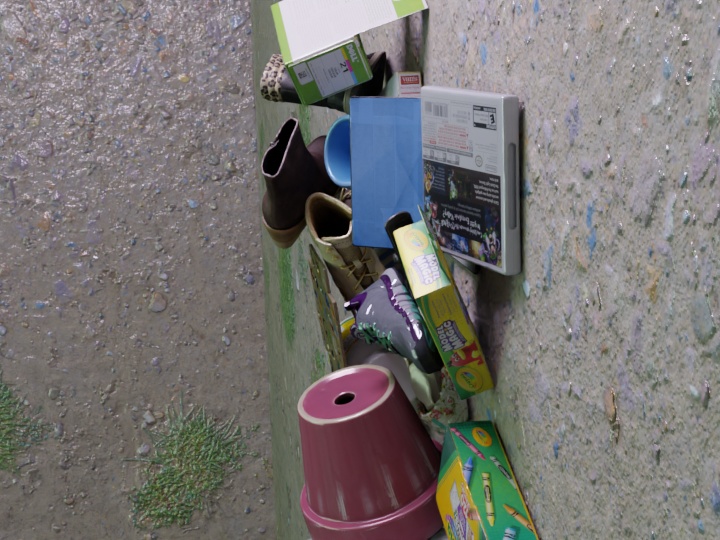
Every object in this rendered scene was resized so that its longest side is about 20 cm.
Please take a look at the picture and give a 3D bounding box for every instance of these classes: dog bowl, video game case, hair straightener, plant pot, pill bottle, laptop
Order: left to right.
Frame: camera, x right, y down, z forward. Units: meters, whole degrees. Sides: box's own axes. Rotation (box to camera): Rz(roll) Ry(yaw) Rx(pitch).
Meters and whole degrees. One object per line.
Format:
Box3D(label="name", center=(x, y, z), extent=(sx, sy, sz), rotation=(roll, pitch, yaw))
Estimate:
Box3D(label="plant pot", center=(0.008, 0.226, 1.609), extent=(0.200, 0.198, 0.181), rotation=(-120, 12, -66))
Box3D(label="pill bottle", center=(0.021, 0.134, 1.839), extent=(0.200, 0.111, 0.115), rotation=(-141, 48, -76))
Box3D(label="dog bowl", center=(0.023, -0.154, 1.680), extent=(0.199, 0.049, 0.113), rotation=(5, 94, 53))
Box3D(label="laptop", center=(0.062, -0.105, 1.542), extent=(0.200, 0.114, 0.190), rotation=(-133, 40, -73))
Box3D(label="hair straightener", center=(0.073, 0.002, 1.539), extent=(0.077, 0.041, 0.201), rotation=(53, 176, 46))
Box3D(label="video game case", center=(0.117, -0.102, 1.406), extent=(0.200, 0.023, 0.185), rotation=(-156, 62, -65))

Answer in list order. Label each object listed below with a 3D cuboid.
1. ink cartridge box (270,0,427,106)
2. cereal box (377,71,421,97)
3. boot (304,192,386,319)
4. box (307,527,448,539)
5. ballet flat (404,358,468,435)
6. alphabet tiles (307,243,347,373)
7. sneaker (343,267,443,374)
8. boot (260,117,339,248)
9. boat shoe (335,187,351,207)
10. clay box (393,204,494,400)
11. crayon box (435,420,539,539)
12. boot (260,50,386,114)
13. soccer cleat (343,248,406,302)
Box3D(label="ink cartridge box", center=(-0.008, -0.322, 1.724), extent=(0.149, 0.198, 0.076), rotation=(-105, -8, -46))
Box3D(label="cereal box", center=(0.056, -0.153, 1.751), extent=(0.144, 0.039, 0.203), rotation=(146, 120, -77))
Box3D(label="boot", center=(0.000, 0.000, 1.707), extent=(0.201, 0.072, 0.156), rotation=(56, 174, 29))
Box3D(label="box", center=(0.031, 0.407, 1.589), extent=(0.199, 0.198, 0.132), rotation=(-119, 10, -66))
Box3D(label="ballet flat", center=(0.083, 0.114, 1.611), extent=(0.076, 0.063, 0.201), rotation=(-46, 41, 25))
Box3D(label="alphabet tiles", center=(-0.042, 0.073, 1.770), extent=(0.167, 0.006, 0.203), rotation=(-123, 22, -66))
Box3D(label="sneaker", center=(0.037, 0.076, 1.537), extent=(0.075, 0.087, 0.200), rotation=(58, -176, -28))
Box3D(label="boot", center=(-0.075, -0.144, 1.726), extent=(0.167, 0.071, 0.201), rotation=(87, -157, -54))
Box3D(label="boat shoe", center=(-0.009, -0.094, 1.818), extent=(0.072, 0.059, 0.200), rotation=(-63, 18, 16))
Box3D(label="clay box", center=(0.088, 0.035, 1.436), extent=(0.116, 0.047, 0.201), rotation=(-106, -8, -49))
Box3D(label="crayon box", center=(0.137, 0.276, 1.422), extent=(0.201, 0.057, 0.120), rotation=(-108, 18, -52))
Box3D(label="boot", center=(-0.047, -0.273, 1.842), extent=(0.200, 0.148, 0.074), rotation=(-60, -23, -61))
Box3D(label="soccer cleat", center=(0.032, -0.017, 1.858), extent=(0.070, 0.086, 0.202), rotation=(-21, 48, 49))
